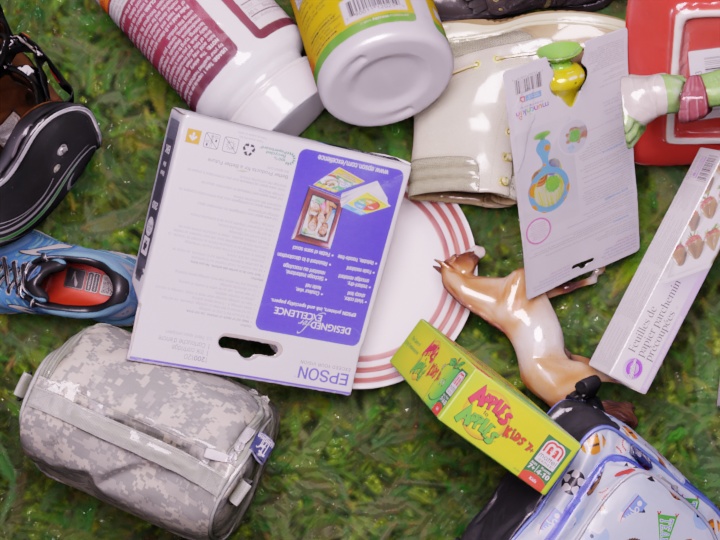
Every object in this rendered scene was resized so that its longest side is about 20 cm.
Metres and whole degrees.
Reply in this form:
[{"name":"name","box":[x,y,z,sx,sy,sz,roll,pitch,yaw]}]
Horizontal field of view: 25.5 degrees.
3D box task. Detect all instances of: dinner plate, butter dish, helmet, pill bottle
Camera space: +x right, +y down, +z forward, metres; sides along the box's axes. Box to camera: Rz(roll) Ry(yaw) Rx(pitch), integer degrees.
[{"name":"dinner plate","box":[0.000,0.000,1.353,0.199,0.024,0.201,0,87,5]},{"name":"butter dish","box":[0.307,-0.197,1.280,0.198,0.201,0.148,-1,44,4]},{"name":"helmet","box":[-0.327,-0.105,1.295,0.190,0.200,0.200,-38,84,-12]},{"name":"pill bottle","box":[-0.002,-0.227,1.297,0.111,0.111,0.201,-19,58,4]},{"name":"pill bottle","box":[-0.120,-0.195,1.331,0.114,0.114,0.200,-41,83,2]}]

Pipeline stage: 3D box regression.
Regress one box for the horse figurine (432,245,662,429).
[{"name":"horse figurine","box":[0.163,0.051,1.311,0.132,0.050,0.201,-25,85,-14]}]

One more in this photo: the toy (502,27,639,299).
[{"name":"toy","box":[0.161,-0.089,1.265,0.115,0.047,0.201,-22,126,-21]}]

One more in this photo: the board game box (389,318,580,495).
[{"name":"board game box","box":[0.092,0.101,1.238,0.101,0.200,0.048,36,92,-12]}]

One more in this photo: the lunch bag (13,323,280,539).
[{"name":"lunch bag","box":[-0.169,0.134,1.288,0.199,0.168,0.140,24,89,6]}]

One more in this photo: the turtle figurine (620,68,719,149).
[{"name":"turtle figurine","box":[0.296,-0.102,1.173,0.193,0.144,0.201,-5,130,16]}]

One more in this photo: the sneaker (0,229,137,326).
[{"name":"sneaker","box":[-0.273,0.001,1.345,0.199,0.090,0.079,5,87,8]}]

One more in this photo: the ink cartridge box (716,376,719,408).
[{"name":"ink cartridge box","box":[0.374,0.025,1.285,0.144,0.084,0.201,8,86,6]}]

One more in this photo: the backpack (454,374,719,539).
[{"name":"backpack","box":[0.199,0.219,1.249,0.190,0.154,0.200,35,95,-27]}]

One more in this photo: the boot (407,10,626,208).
[{"name":"boot","box":[0.134,-0.131,1.314,0.199,0.072,0.155,-3,76,11]}]

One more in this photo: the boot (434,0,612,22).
[{"name":"boot","box":[0.131,-0.250,1.280,0.199,0.174,0.070,-7,86,5]}]

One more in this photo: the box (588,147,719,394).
[{"name":"box","box":[0.249,-0.001,1.267,0.039,0.041,0.201,27,89,-20]}]

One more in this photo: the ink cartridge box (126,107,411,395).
[{"name":"ink cartridge box","box":[-0.078,-0.012,1.280,0.197,0.043,0.201,12,98,-22]}]
